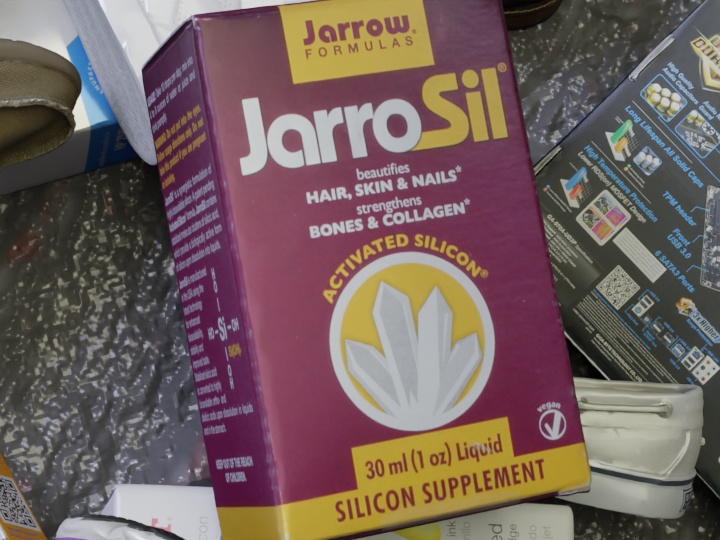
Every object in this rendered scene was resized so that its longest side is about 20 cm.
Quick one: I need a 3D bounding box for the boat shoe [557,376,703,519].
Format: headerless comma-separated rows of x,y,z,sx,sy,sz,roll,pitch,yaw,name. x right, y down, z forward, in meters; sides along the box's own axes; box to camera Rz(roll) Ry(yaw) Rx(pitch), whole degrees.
0.055,0.045,0.879,0.200,0.075,0.087,13,97,4,boat shoe

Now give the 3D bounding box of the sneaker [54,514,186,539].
-0.044,0.169,0.761,0.200,0.081,0.084,40,78,2,sneaker

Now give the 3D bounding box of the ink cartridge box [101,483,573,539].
-0.014,0.171,0.849,0.198,0.083,0.147,4,74,-9,ink cartridge box

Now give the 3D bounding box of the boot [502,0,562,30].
0.013,-0.147,0.930,0.198,0.097,0.075,-12,78,-13,boot

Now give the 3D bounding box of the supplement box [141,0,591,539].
0.000,0.000,0.786,0.130,0.103,0.202,-10,87,-18,supplement box

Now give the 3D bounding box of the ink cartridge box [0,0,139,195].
-0.195,-0.090,0.892,0.198,0.067,0.117,-17,80,-15,ink cartridge box

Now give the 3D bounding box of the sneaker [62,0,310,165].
-0.079,-0.158,0.866,0.115,0.074,0.202,-23,92,-20,sneaker

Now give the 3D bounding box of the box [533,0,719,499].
0.173,-0.001,0.920,0.159,0.046,0.200,-44,86,5,box

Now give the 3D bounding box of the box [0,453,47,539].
-0.156,0.177,0.791,0.119,0.041,0.201,-39,62,9,box

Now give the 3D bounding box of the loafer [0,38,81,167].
-0.196,-0.038,0.791,0.199,0.076,0.068,-17,75,-29,loafer
